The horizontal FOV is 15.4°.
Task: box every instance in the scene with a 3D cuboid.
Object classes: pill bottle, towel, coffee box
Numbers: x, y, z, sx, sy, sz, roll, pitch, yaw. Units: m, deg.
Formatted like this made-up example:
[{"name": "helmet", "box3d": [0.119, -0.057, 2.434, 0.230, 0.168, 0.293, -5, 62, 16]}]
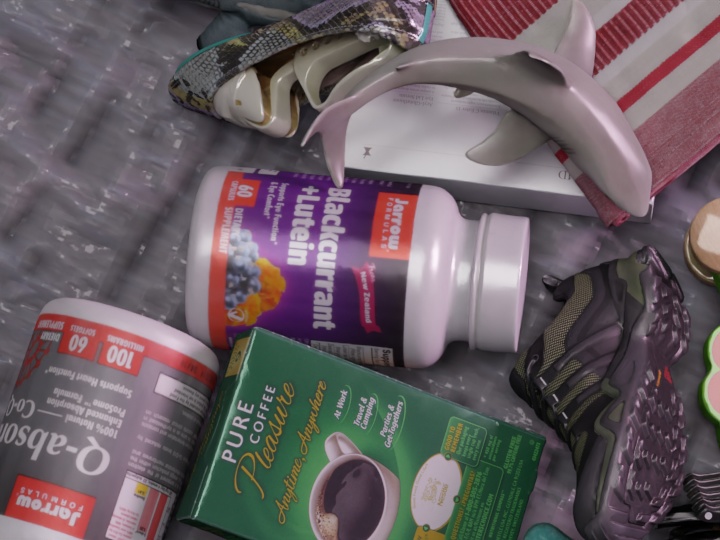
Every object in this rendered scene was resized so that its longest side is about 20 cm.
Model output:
[{"name": "pill bottle", "box3d": [-0.166, 0.128, 1.586, 0.115, 0.116, 0.201, 16, 78, 8]}, {"name": "pill bottle", "box3d": [0.000, 0.000, 1.606, 0.198, 0.111, 0.112, 5, 77, 6]}, {"name": "towel", "box3d": [0.148, -0.147, 1.604, 0.144, 0.023, 0.201, -39, 75, 19]}, {"name": "coffee box", "box3d": [0.002, 0.123, 1.574, 0.199, 0.044, 0.124, 20, 78, -16]}]

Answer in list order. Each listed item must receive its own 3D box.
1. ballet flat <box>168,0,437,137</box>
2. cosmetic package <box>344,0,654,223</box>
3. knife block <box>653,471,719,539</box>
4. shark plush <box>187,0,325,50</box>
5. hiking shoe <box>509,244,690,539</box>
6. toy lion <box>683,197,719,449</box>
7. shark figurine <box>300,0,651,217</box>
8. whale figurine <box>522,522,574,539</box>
[{"name": "ballet flat", "box3d": [-0.039, -0.120, 1.622, 0.199, 0.072, 0.073, -21, 73, 32]}, {"name": "cosmetic package", "box3d": [0.093, -0.118, 1.659, 0.198, 0.052, 0.152, 8, 75, 6]}, {"name": "knife block", "box3d": [0.272, 0.176, 1.562, 0.199, 0.064, 0.176, 32, 104, -11]}, {"name": "shark plush", "box3d": [-0.051, -0.177, 1.642, 0.199, 0.083, 0.091, 16, 82, 31]}, {"name": "hiking shoe", "box3d": [0.139, 0.082, 1.583, 0.100, 0.076, 0.201, -14, 46, 31]}, {"name": "toy lion", "box3d": [0.292, 0.031, 1.607, 0.199, 0.069, 0.193, -23, 83, -2]}, {"name": "shark figurine", "box3d": [0.073, -0.108, 1.545, 0.213, 0.089, 0.129, 6, 84, -7]}, {"name": "whale figurine", "box3d": [0.101, 0.251, 1.527, 0.158, 0.104, 0.201, 21, 92, 2]}]
